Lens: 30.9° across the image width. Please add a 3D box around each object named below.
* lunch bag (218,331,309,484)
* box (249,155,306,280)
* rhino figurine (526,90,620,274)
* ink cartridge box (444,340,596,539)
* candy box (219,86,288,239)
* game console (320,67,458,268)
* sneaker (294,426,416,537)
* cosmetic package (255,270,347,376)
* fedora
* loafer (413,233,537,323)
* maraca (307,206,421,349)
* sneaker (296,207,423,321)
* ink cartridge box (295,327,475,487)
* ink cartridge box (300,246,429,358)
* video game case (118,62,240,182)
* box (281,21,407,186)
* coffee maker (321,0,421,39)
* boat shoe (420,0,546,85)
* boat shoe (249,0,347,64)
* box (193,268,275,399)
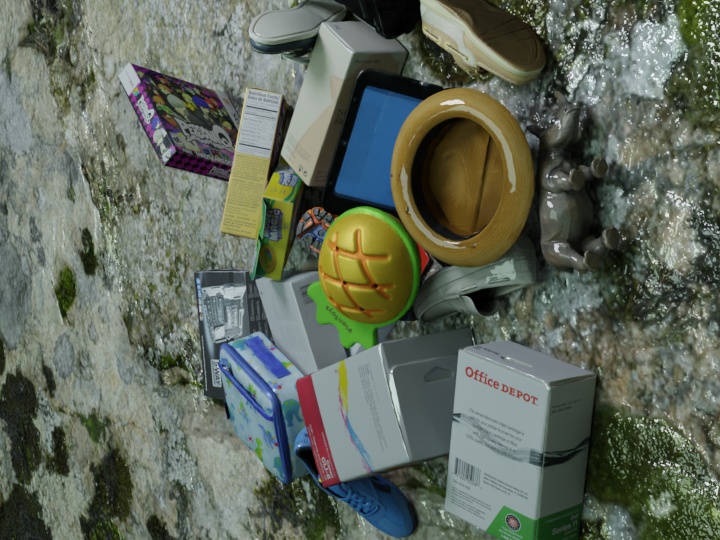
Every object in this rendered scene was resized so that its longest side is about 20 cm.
[{"bbox_3d":[-0.125,0.185,1.800,0.200,0.082,0.162,39,142,52],"label":"lunch bag"},{"bbox_3d":[-0.109,-0.071,1.756,0.200,0.048,0.118,-73,-5,-64],"label":"box"},{"bbox_3d":[0.217,-0.092,1.376,0.087,0.059,0.201,-18,77,62],"label":"rhino figurine"},{"bbox_3d":[0.177,0.193,1.456,0.146,0.083,0.201,21,113,47],"label":"ink cartridge box"},{"bbox_3d":[-0.145,-0.144,1.800,0.117,0.056,0.201,38,-116,-89],"label":"candy box"},{"bbox_3d":[0.063,-0.114,1.543,0.176,0.116,0.201,48,132,40],"label":"game console"},{"bbox_3d":[-0.012,0.284,1.686,0.200,0.078,0.066,47,120,-5],"label":"sneaker"},{"bbox_3d":[-0.071,0.101,1.766,0.151,0.051,0.201,1,109,66],"label":"cosmetic package"},{"bbox_3d":[0.125,-0.106,1.443,0.200,0.082,0.202,13,111,35],"label":"fedora"},{"bbox_3d":[0.130,0.023,1.510,0.200,0.070,0.070,-38,58,49],"label":"loafer"},{"bbox_3d":[0.003,0.011,1.547,0.137,0.107,0.200,44,132,17],"label":"maraca"},{"bbox_3d":[0.013,-0.012,1.637,0.200,0.078,0.075,43,107,18],"label":"sneaker"},{"bbox_3d":[0.043,0.168,1.592,0.200,0.145,0.146,-28,74,53],"label":"ink cartridge box"},{"bbox_3d":[0.000,0.000,1.709,0.163,0.050,0.201,58,141,31],"label":"ink cartridge box"},{"bbox_3d":[-0.237,-0.206,1.883,0.036,0.199,0.182,-46,57,25],"label":"video game case"},{"bbox_3d":[-0.023,-0.214,1.668,0.078,0.095,0.201,50,134,36],"label":"box"},{"bbox_3d":[-0.028,-0.386,1.561,0.200,0.192,0.135,31,88,39],"label":"coffee maker"},{"bbox_3d":[0.136,-0.257,1.464,0.200,0.074,0.067,50,146,40],"label":"boat shoe"},{"bbox_3d":[-0.084,-0.301,1.659,0.075,0.200,0.062,27,122,10],"label":"boat shoe"},{"bbox_3d":[-0.189,0.098,1.992,0.157,0.050,0.201,1,96,54],"label":"box"}]
